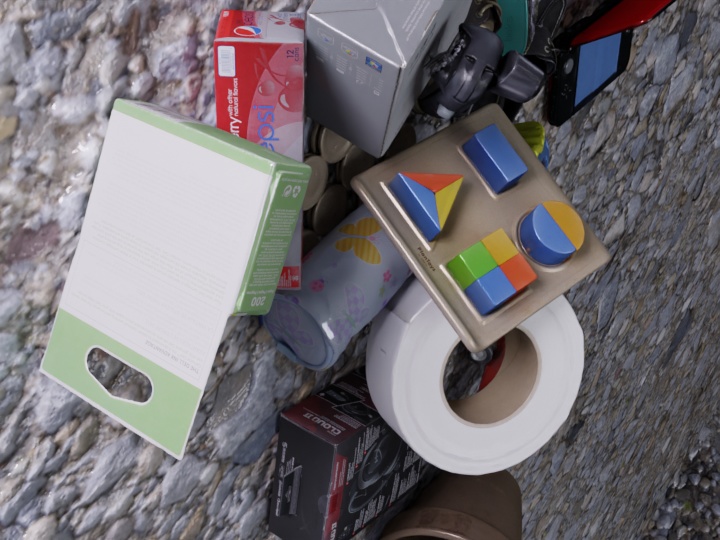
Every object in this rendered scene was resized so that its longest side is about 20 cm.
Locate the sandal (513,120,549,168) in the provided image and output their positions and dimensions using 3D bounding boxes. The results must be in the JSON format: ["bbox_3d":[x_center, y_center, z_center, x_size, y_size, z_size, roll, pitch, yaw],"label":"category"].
[{"bbox_3d":[0.166,-0.081,1.091,0.087,0.079,0.200,59,36,-40],"label":"sandal"}]

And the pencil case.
[{"bbox_3d":[0.000,0.000,0.899,0.200,0.083,0.091,-45,153,-31],"label":"pencil case"}]

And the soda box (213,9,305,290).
[{"bbox_3d":[-0.073,-0.086,0.751,0.070,0.063,0.200,-95,-173,-58],"label":"soda box"}]

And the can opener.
[{"bbox_3d":[0.076,-0.142,0.786,0.063,0.079,0.200,-52,-170,-4],"label":"can opener"}]

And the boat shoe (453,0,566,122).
[{"bbox_3d":[0.174,-0.219,1.064,0.200,0.066,0.070,-53,148,-20],"label":"boat shoe"}]

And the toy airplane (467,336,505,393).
[{"bbox_3d":[0.194,0.166,1.292,0.199,0.141,0.200,79,26,-74],"label":"toy airplane"}]

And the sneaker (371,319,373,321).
[{"bbox_3d":[0.097,-0.001,1.040,0.200,0.114,0.073,-42,120,-37],"label":"sneaker"}]

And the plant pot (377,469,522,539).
[{"bbox_3d":[0.132,0.338,1.306,0.175,0.200,0.201,-60,155,-47],"label":"plant pot"}]

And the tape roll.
[{"bbox_3d":[0.107,0.087,0.953,0.202,0.071,0.203,-5,106,-19],"label":"tape roll"}]

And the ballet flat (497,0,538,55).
[{"bbox_3d":[0.141,-0.300,0.965,0.072,0.072,0.201,-40,145,-36],"label":"ballet flat"}]

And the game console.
[{"bbox_3d":[0.326,-0.270,1.215,0.200,0.119,0.173,-39,140,-37],"label":"game console"}]

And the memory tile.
[{"bbox_3d":[-0.019,-0.077,0.913,0.200,0.017,0.153,-60,149,-11],"label":"memory tile"}]

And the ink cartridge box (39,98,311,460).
[{"bbox_3d":[-0.127,0.002,0.671,0.048,0.145,0.200,-2,113,-58],"label":"ink cartridge box"}]

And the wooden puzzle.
[{"bbox_3d":[0.116,-0.050,0.892,0.200,0.185,0.046,-30,170,-33],"label":"wooden puzzle"}]

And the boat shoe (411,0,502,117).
[{"bbox_3d":[0.096,-0.235,0.923,0.074,0.073,0.200,-22,128,-50],"label":"boat shoe"}]

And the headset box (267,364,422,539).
[{"bbox_3d":[-0.013,0.195,1.055,0.200,0.077,0.149,-24,130,-47],"label":"headset box"}]

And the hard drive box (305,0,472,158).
[{"bbox_3d":[0.029,-0.193,0.764,0.156,0.077,0.200,-59,177,-12],"label":"hard drive box"}]
